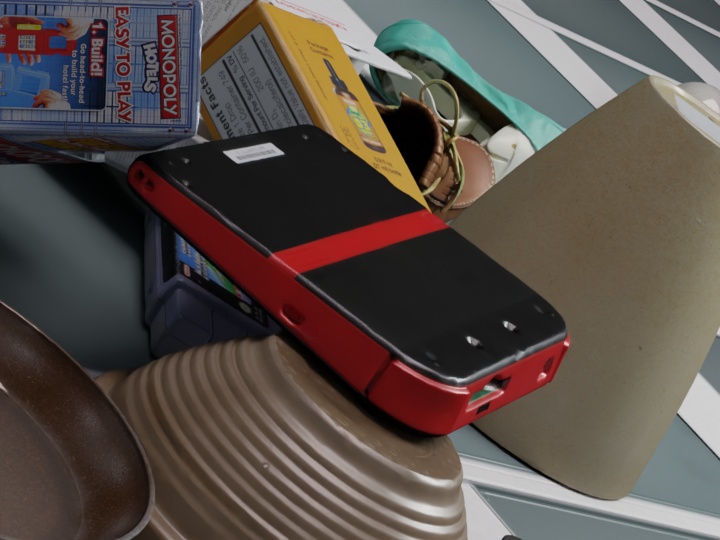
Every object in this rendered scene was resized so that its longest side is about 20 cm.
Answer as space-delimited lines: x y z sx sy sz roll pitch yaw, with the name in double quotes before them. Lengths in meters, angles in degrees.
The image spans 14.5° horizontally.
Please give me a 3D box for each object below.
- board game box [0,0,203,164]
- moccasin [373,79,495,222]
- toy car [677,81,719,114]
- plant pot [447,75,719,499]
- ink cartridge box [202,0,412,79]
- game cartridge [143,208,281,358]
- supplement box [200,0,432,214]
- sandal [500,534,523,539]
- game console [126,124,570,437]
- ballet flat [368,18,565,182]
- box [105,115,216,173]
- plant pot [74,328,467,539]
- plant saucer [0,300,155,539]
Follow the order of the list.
"board game box" -0.151 -0.081 1.251 0.199 0.062 0.200 1 -4 14
"moccasin" 0.027 -0.076 1.768 0.201 0.078 0.074 18 50 -52
"toy car" 0.364 -0.110 2.503 0.175 0.150 0.200 30 17 -24
"plant pot" 0.141 -0.006 1.624 0.187 0.200 0.187 34 16 -11
"ink cartridge box" -0.076 -0.154 1.777 0.200 0.067 0.116 40 14 34
"game cartridge" -0.052 0.021 1.437 0.129 0.038 0.200 37 15 -18
"supplement box" -0.015 -0.038 1.420 0.066 0.069 0.201 16 43 -54
"sandal" 0.091 0.162 1.321 0.075 0.045 0.200 35 16 -9
"game console" 0.000 0.000 1.266 0.177 0.031 0.200 37 18 14
"ballet flat" 0.082 -0.102 2.049 0.200 0.067 0.070 40 40 10
"box" -0.106 -0.081 1.537 0.144 0.037 0.200 26 12 20
"plant pot" -0.022 0.091 1.192 0.200 0.093 0.201 35 15 -11
"plant saucer" -0.170 0.050 1.074 0.200 0.032 0.200 31 17 -11
